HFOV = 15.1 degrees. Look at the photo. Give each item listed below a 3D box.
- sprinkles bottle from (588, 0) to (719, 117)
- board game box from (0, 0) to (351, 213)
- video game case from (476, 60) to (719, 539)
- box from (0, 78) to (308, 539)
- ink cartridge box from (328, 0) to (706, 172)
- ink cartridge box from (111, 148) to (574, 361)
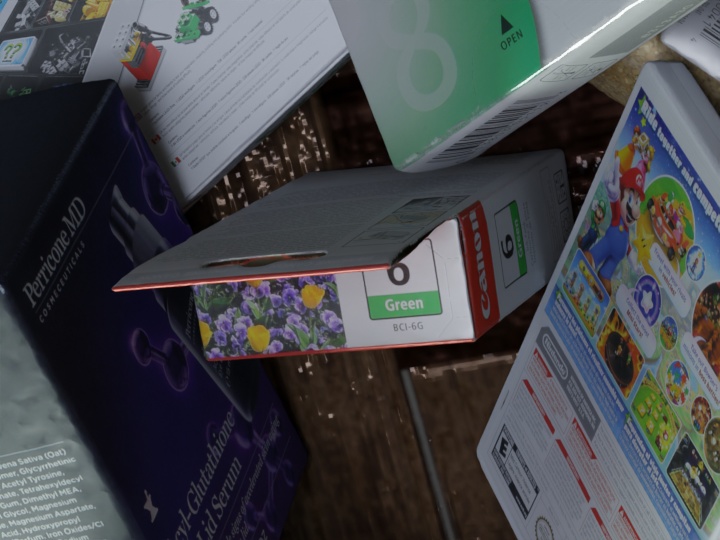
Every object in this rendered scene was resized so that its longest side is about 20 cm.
[{"bbox_3d":[0.157,-0.059,1.001,0.200,0.068,0.068,34,113,9],"label":"sprinkles bottle"},{"bbox_3d":[-0.086,-0.096,1.098,0.200,0.035,0.126,-41,89,25],"label":"board game box"},{"bbox_3d":[0.104,0.046,0.981,0.143,0.018,0.200,-116,35,-42],"label":"video game case"},{"bbox_3d":[-0.118,0.052,1.060,0.104,0.148,0.200,-13,121,23],"label":"box"},{"bbox_3d":[0.039,-0.158,0.970,0.161,0.050,0.200,-34,75,47],"label":"ink cartridge box"},{"bbox_3d":[0.000,0.000,1.002,0.109,0.200,0.050,-5,102,22],"label":"ink cartridge box"}]
